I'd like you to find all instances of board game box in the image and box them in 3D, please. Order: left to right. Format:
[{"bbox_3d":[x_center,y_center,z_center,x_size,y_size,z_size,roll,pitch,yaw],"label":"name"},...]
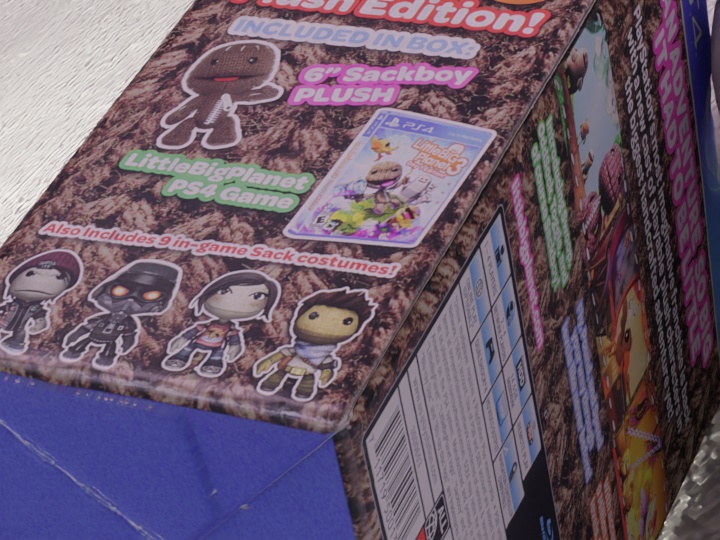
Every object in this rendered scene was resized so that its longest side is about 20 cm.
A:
[{"bbox_3d":[0.008,0.019,0.567,0.096,0.160,0.200,8,43,25],"label":"board game box"}]

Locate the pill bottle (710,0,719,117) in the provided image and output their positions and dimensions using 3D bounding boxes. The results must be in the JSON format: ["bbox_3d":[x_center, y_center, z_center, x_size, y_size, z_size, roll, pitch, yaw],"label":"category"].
[{"bbox_3d":[0.146,-0.069,0.599,0.116,0.117,0.200,-31,21,30],"label":"pill bottle"}]
